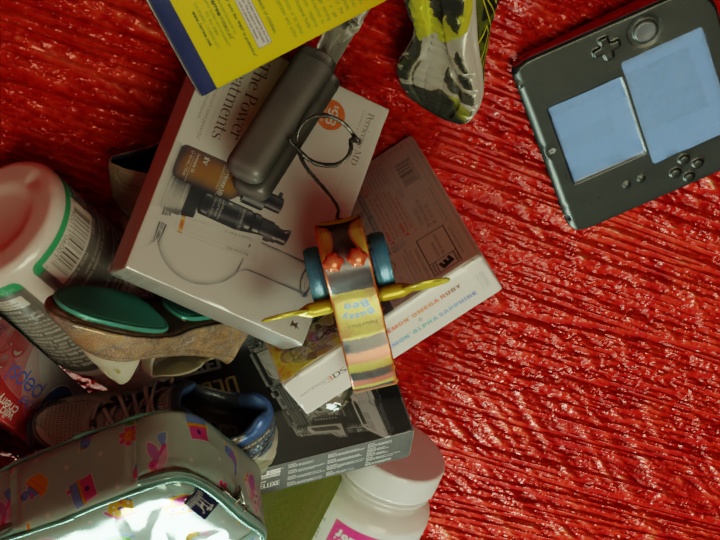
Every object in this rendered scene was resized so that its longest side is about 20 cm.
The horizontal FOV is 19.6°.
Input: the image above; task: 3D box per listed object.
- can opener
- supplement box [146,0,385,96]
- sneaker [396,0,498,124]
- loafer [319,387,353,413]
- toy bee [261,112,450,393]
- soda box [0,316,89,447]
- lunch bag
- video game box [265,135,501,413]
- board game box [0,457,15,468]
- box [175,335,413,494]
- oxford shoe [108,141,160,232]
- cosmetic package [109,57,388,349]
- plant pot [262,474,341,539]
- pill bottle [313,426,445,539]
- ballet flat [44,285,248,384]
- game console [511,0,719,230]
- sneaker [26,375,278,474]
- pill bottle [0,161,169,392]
[{"bbox_3d":[-0.052,-0.149,1.560,0.200,0.067,0.053,-59,162,-19],"label":"can opener"},{"bbox_3d":[-0.063,-0.237,1.510,0.200,0.109,0.110,-28,132,0],"label":"supplement box"},{"bbox_3d":[0.080,-0.194,1.625,0.085,0.074,0.200,-51,159,-29],"label":"sneaker"},{"bbox_3d":[0.013,0.045,1.705,0.063,0.200,0.072,42,133,-19],"label":"loafer"},{"bbox_3d":[-0.015,0.005,1.500,0.131,0.109,0.200,-33,105,7],"label":"toy bee"},{"bbox_3d":[-0.280,0.086,1.649,0.063,0.070,0.200,-57,152,-13],"label":"soda box"},{"bbox_3d":[-0.174,0.188,1.601,0.200,0.077,0.160,-21,141,18],"label":"lunch bag"},{"bbox_3d":[0.000,0.000,1.658,0.182,0.200,0.047,-31,125,4],"label":"video game box"},{"bbox_3d":[-0.320,0.170,1.701,0.200,0.153,0.040,14,81,-30],"label":"board game box"},{"bbox_3d":[-0.074,0.101,1.735,0.200,0.158,0.050,-13,149,-12],"label":"box"},{"bbox_3d":[-0.101,-0.087,1.638,0.200,0.071,0.074,-21,128,-6],"label":"oxford shoe"},{"bbox_3d":[-0.083,-0.061,1.582,0.151,0.052,0.200,24,76,-19],"label":"cosmetic package"},{"bbox_3d":[-0.116,0.214,1.783,0.190,0.200,0.200,-54,133,-15],"label":"plant pot"},{"bbox_3d":[-0.005,0.236,1.900,0.113,0.113,0.200,9,122,-28],"label":"pill bottle"},{"bbox_3d":[-0.161,0.052,1.582,0.200,0.068,0.067,2,119,-44],"label":"ballet flat"},{"bbox_3d":[0.232,-0.137,1.761,0.177,0.031,0.200,-26,131,-1],"label":"game console"},{"bbox_3d":[-0.160,0.114,1.629,0.199,0.077,0.085,0,150,-12],"label":"sneaker"},{"bbox_3d":[-0.223,0.013,1.633,0.113,0.113,0.200,-36,135,8],"label":"pill bottle"}]
